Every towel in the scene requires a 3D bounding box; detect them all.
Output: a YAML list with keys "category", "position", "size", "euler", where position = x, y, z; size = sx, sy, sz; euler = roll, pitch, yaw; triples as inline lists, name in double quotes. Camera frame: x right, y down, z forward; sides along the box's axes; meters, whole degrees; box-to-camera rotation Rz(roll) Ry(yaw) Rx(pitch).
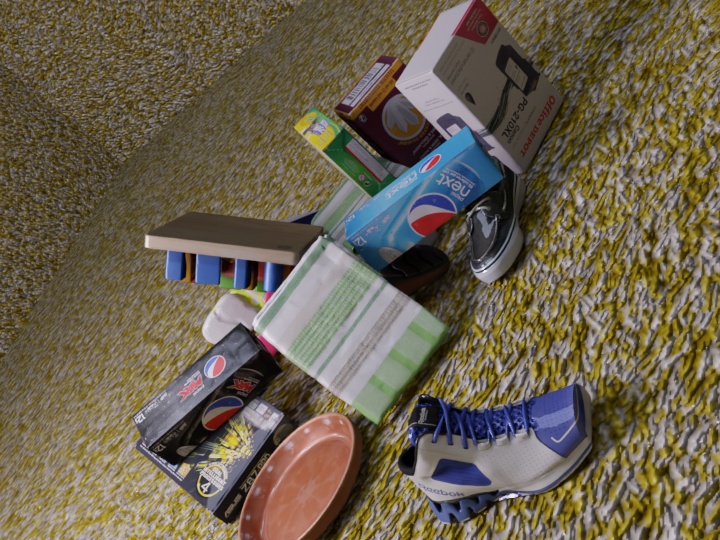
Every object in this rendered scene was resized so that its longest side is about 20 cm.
- category: "towel"
  position: [-0.012, 0.070, 1.200]
  size: [0.149, 0.200, 0.031]
  euler: [-52, -15, -4]
- category: "towel"
  position: [0.007, -0.094, 1.416]
  size: [0.149, 0.031, 0.200]
  euler: [-51, 24, -1]

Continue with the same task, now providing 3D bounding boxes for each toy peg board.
- category: "toy peg board"
  position: [-0.166, -0.008, 1.344]
  size: [0.199, 0.200, 0.098]
  euler: [-60, -25, -76]

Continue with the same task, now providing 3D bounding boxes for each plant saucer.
- category: "plant saucer"
  position: [-0.069, 0.262, 1.188]
  size: [0.200, 0.032, 0.200]
  euler: [-40, 24, 22]

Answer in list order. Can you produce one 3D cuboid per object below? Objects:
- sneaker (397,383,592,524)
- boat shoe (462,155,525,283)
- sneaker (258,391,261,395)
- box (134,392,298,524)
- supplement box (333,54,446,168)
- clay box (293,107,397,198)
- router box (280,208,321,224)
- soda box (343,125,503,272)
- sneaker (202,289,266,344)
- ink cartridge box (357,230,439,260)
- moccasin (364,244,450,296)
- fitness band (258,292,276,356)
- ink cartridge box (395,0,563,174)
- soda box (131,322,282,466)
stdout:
- category: "sneaker"
  position: [0.108, 0.158, 0.915]
  size: [0.199, 0.115, 0.081]
  euler: [-35, 27, 30]
- category: "boat shoe"
  position: [0.158, -0.067, 1.241]
  size: [0.072, 0.071, 0.200]
  euler: [-33, 27, 34]
- category: "sneaker"
  position: [-0.217, 0.200, 1.491]
  size: [0.076, 0.088, 0.200]
  euler: [-14, 42, 52]
- category: "box"
  position: [-0.201, 0.231, 1.369]
  size: [0.200, 0.049, 0.161]
  euler: [27, 73, 43]
- category: "supplement box"
  position: [0.074, -0.206, 1.450]
  size: [0.110, 0.200, 0.086]
  euler: [-49, 23, 0]
- category: "clay box"
  position: [-0.025, -0.169, 1.404]
  size: [0.048, 0.115, 0.200]
  euler: [-47, 25, 3]
- category: "router box"
  position: [-0.161, -0.045, 1.658]
  size: [0.179, 0.049, 0.200]
  euler: [-15, 7, 32]
- category: "soda box"
  position: [0.076, -0.088, 1.235]
  size: [0.200, 0.064, 0.068]
  euler: [-37, 21, 13]
- category: "sneaker"
  position: [-0.197, 0.053, 1.720]
  size: [0.200, 0.076, 0.105]
  euler: [-42, 10, -16]
- category: "ink cartridge box"
  position: [0.000, 0.000, 1.411]
  size: [0.200, 0.085, 0.146]
  euler: [-57, 23, -15]
- category: "moccasin"
  position: [0.026, 0.030, 1.294]
  size: [0.201, 0.078, 0.074]
  euler: [-30, 47, -14]
- category: "fitness band"
  position: [-0.134, 0.058, 1.519]
  size: [0.200, 0.037, 0.144]
  euler: [-177, 99, -85]
- category: "ink cartridge box"
  position: [0.165, -0.240, 1.340]
  size: [0.084, 0.200, 0.145]
  euler: [-8, 46, 54]
- category: "soda box"
  position: [-0.208, 0.168, 1.342]
  size: [0.200, 0.063, 0.071]
  euler: [-41, 46, 0]
